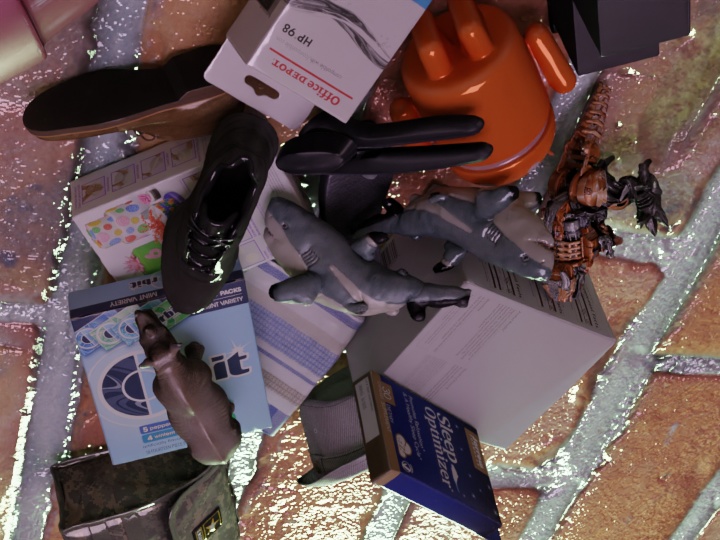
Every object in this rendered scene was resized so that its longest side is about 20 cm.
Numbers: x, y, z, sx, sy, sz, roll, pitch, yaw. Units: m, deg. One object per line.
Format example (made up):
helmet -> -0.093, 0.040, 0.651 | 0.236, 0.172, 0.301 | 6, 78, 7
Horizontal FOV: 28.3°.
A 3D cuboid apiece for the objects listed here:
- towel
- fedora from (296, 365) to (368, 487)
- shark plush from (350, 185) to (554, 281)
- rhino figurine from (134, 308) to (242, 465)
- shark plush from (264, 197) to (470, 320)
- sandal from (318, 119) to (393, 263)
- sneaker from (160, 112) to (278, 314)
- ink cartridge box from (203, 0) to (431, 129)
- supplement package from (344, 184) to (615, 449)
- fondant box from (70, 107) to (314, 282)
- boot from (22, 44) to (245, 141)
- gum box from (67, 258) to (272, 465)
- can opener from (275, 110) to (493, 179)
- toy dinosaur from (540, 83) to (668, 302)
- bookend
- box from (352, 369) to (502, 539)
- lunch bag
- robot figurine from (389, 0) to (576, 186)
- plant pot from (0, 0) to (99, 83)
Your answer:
towel -> -0.101, 0.073, 1.492 | 0.146, 0.024, 0.200 | 33, 122, -7
fedora -> -0.009, 0.156, 1.553 | 0.176, 0.200, 0.091 | -31, 96, -13
shark plush -> 0.082, -0.036, 1.329 | 0.198, 0.084, 0.091 | 2, 180, 11
rhino figurine -> -0.166, 0.106, 1.343 | 0.059, 0.088, 0.201 | -24, 130, 2
shark plush -> 0.000, 0.000, 1.314 | 0.198, 0.091, 0.084 | 21, 110, 18
sandal -> -0.013, -0.060, 1.398 | 0.075, 0.043, 0.202 | -16, 133, -25
sneaker -> -0.134, -0.041, 1.272 | 0.075, 0.091, 0.201 | 18, 117, -7
ink cartridge box -> -0.030, -0.208, 1.209 | 0.115, 0.067, 0.201 | 26, 107, -34
supplement package -> 0.115, 0.051, 1.475 | 0.199, 0.148, 0.191 | 20, 127, -30
fondant box -> -0.156, -0.056, 1.366 | 0.198, 0.059, 0.145 | -22, 135, 5
boot -> -0.197, -0.138, 1.271 | 0.198, 0.074, 0.076 | -13, 142, -7
gum box -> -0.184, 0.091, 1.412 | 0.168, 0.045, 0.201 | -13, 130, -6
can opener -> 0.024, -0.107, 1.267 | 0.198, 0.079, 0.064 | 0, 137, 24
toy dinosaur -> 0.227, -0.071, 1.392 | 0.135, 0.102, 0.201 | -1, 122, -46
bookend -> 0.219, -0.236, 1.189 | 0.091, 0.201, 0.200 | -14, 135, 0
box -> 0.077, 0.188, 1.411 | 0.032, 0.122, 0.199 | -36, 132, 24
lunch bag -> -0.235, 0.283, 1.635 | 0.198, 0.118, 0.165 | -15, 135, -8
robot figurine -> 0.110, -0.158, 1.295 | 0.144, 0.116, 0.200 | -51, 137, -18
plant pot -> -0.247, -0.265, 1.061 | 0.178, 0.200, 0.201 | -29, 136, -9
